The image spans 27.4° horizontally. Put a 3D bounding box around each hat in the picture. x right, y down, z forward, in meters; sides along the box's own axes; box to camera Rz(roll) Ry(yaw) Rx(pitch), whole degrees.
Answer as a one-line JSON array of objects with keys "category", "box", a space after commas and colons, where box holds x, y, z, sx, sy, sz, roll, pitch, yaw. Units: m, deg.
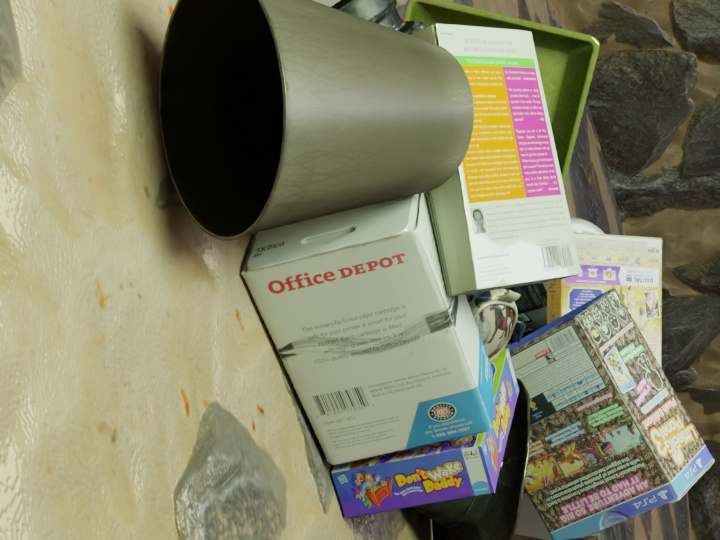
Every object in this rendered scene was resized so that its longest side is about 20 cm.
[{"category": "hat", "box": [0.087, 0.187, 1.417, 0.080, 0.201, 0.203, 21, 47, -22]}]

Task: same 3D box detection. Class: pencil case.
[{"category": "pencil case", "box": [0.068, 0.005, 1.376, 0.078, 0.090, 0.200, 34, 10, -49]}]

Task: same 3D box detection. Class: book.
[{"category": "book", "box": [0.106, -0.088, 1.163, 0.132, 0.048, 0.203, -6, 84, -43]}]

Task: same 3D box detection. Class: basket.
[{"category": "basket", "box": [-0.024, -0.112, 1.052, 0.198, 0.135, 0.183, -1, 81, -44]}]

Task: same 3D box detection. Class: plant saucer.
[{"category": "plant saucer", "box": [0.127, -0.167, 1.518, 0.048, 0.197, 0.202, -65, 168, -70]}]

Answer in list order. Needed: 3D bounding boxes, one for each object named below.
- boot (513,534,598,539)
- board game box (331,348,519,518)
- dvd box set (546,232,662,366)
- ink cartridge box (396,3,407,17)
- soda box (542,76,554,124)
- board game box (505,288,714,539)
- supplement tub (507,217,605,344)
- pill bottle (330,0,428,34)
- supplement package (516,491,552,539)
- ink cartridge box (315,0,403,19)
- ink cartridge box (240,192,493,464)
[{"category": "boot", "box": [0.159, 0.287, 1.464, 0.201, 0.164, 0.073, -69, 140, -61]}, {"category": "board game box", "box": [0.062, 0.140, 1.306, 0.200, 0.133, 0.045, -61, 136, -67]}, {"category": "dvd box set", "box": [0.267, 0.062, 1.613, 0.144, 0.029, 0.203, 2, 87, -30]}, {"category": "ink cartridge box", "box": [0.080, -0.214, 1.777, 0.201, 0.040, 0.202, -68, 143, -63]}, {"category": "soda box", "box": [0.117, -0.165, 1.586, 0.070, 0.197, 0.064, -57, 132, -68]}, {"category": "board game box", "box": [0.227, 0.149, 1.483, 0.096, 0.159, 0.202, -27, 87, -51]}, {"category": "supplement tub", "box": [0.198, 0.017, 1.715, 0.121, 0.199, 0.125, 6, 76, -27]}, {"category": "pill bottle", "box": [0.035, -0.132, 1.216, 0.201, 0.111, 0.112, 57, 21, -12]}, {"category": "supplement package", "box": [0.174, 0.199, 1.664, 0.121, 0.118, 0.203, -36, 113, -73]}, {"category": "ink cartridge box", "box": [-0.008, -0.180, 1.384, 0.200, 0.083, 0.147, 14, 64, -73]}, {"category": "ink cartridge box", "box": [0.011, 0.042, 1.184, 0.084, 0.143, 0.202, -79, 152, -55]}]
